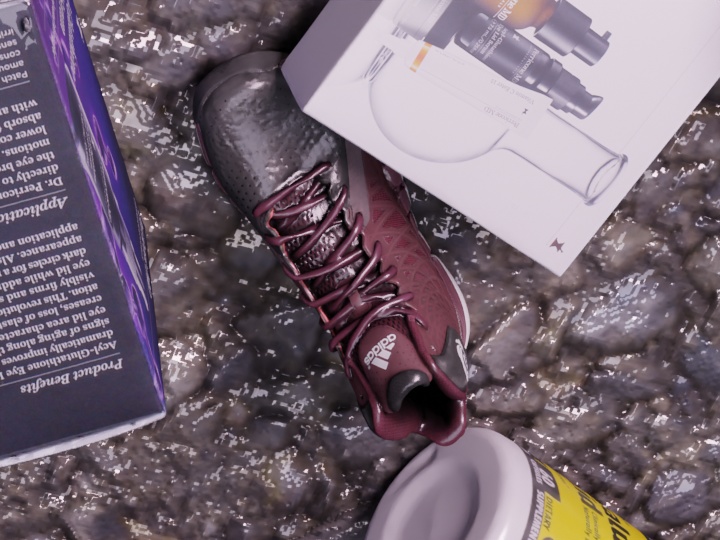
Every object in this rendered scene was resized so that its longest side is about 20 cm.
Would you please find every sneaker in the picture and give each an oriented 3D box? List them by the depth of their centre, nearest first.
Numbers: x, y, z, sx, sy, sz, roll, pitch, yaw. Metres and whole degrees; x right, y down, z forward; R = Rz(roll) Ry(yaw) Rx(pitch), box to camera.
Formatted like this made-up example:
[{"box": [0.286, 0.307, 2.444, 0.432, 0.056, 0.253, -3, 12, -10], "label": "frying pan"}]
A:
[{"box": [0.000, 0.000, 0.919, 0.075, 0.116, 0.200, -31, 123, 11], "label": "sneaker"}]

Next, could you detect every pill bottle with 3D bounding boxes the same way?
[{"box": [0.104, 0.173, 1.054, 0.199, 0.112, 0.111, 36, 111, -28], "label": "pill bottle"}]

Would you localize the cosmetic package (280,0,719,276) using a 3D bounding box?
[{"box": [0.085, -0.117, 0.885, 0.150, 0.052, 0.201, 30, 106, -28], "label": "cosmetic package"}]

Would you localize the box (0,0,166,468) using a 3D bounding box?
[{"box": [-0.155, -0.044, 0.846, 0.103, 0.148, 0.201, -15, 125, 0], "label": "box"}]
